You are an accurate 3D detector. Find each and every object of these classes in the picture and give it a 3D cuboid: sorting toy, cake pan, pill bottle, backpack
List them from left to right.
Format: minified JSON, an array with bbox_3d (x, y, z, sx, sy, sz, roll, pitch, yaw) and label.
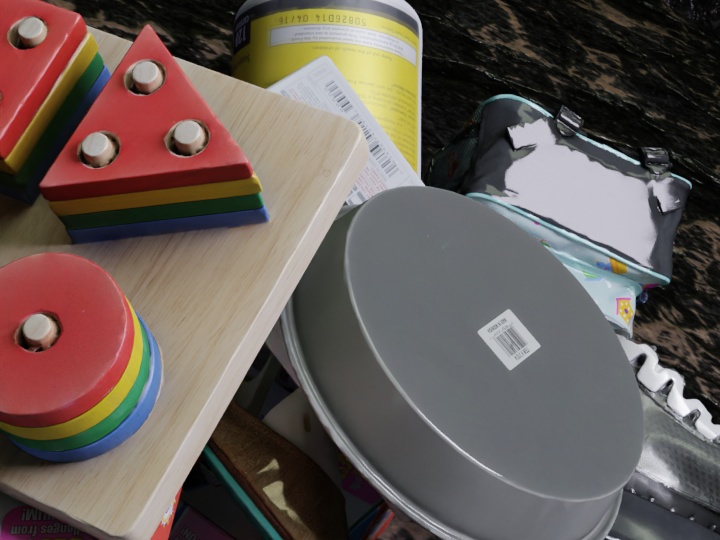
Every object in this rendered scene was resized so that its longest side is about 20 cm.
[{"bbox_3d":[-0.131,-0.020,0.663,0.199,0.200,0.070,21,-22,20],"label":"sorting toy"},{"bbox_3d":[-0.021,-0.055,0.927,0.112,0.112,0.200,12,72,-34],"label":"pill bottle"},{"bbox_3d":[0.054,0.040,0.746,0.200,0.037,0.200,27,38,-24],"label":"cake pan"},{"bbox_3d":[0.119,-0.019,1.169,0.176,0.153,0.200,20,-13,-13],"label":"backpack"}]

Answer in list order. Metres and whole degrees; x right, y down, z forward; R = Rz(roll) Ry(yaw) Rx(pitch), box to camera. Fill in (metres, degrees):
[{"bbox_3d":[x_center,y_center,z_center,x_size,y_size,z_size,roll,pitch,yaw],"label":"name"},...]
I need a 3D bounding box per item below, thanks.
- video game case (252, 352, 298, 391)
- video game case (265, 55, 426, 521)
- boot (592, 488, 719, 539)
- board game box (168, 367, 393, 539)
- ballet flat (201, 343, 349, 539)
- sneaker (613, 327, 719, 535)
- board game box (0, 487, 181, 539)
[{"bbox_3d":[0.058,0.072,0.975,0.200,0.023,0.182,5,5,-31],"label":"video game case"},{"bbox_3d":[0.000,0.000,0.798,0.200,0.023,0.182,53,31,-4],"label":"video game case"},{"bbox_3d":[0.142,0.178,0.744,0.200,0.066,0.165,25,37,-3],"label":"boot"},{"bbox_3d":[-0.090,0.092,0.850,0.200,0.040,0.153,34,24,14],"label":"board game box"},{"bbox_3d":[-0.057,0.068,0.763,0.200,0.072,0.068,39,-14,31],"label":"ballet flat"},{"bbox_3d":[0.176,0.122,0.858,0.090,0.066,0.200,-40,63,-18],"label":"sneaker"},{"bbox_3d":[-0.150,0.069,0.695,0.153,0.040,0.200,6,46,6],"label":"board game box"}]
